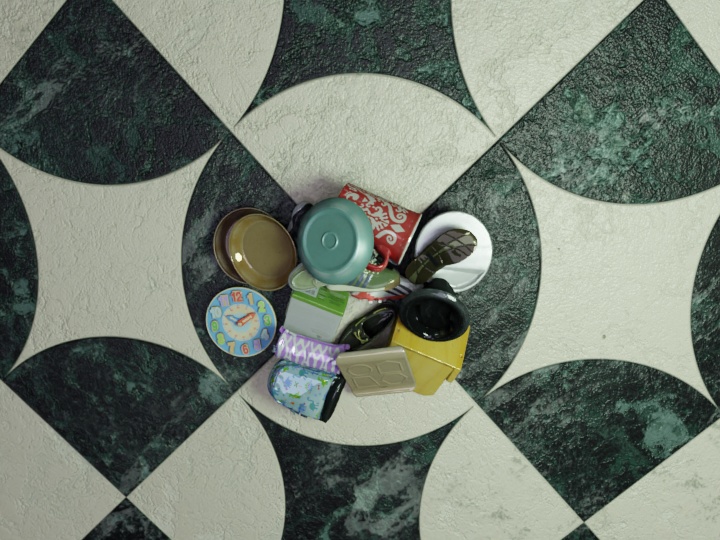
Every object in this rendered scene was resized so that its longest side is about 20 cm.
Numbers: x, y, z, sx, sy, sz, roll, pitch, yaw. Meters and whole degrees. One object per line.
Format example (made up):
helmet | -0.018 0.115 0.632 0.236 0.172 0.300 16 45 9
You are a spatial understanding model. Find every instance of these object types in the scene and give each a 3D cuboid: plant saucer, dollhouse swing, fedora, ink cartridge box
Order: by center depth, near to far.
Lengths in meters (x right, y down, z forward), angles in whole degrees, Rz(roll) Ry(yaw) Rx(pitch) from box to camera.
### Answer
plant saucer | -0.066 -0.069 1.282 0.195 0.036 0.206 0 90 19
fedora | 0.187 0.088 1.378 0.195 0.093 0.203 11 140 9
plant saucer | -0.244 -0.049 1.416 0.195 0.035 0.205 8 112 19
plant saucer | -0.291 -0.067 1.472 0.195 0.037 0.206 1 104 2
ink cartridge box | -0.128 0.124 1.496 0.145 0.077 0.202 21 136 -3
dollhouse swing | 0.166 0.215 1.519 0.196 0.177 0.185 21 62 -2

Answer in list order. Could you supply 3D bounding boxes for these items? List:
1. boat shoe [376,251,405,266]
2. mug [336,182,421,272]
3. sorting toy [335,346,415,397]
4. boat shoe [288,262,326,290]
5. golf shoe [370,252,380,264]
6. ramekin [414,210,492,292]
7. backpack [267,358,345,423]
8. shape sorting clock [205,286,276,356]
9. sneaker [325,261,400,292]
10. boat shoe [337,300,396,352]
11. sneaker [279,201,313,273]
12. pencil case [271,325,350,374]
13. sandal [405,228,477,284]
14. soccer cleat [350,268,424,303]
boat shoe | 0.056 -0.096 1.439 0.072 0.063 0.205 -27 102 5
mug | 0.028 -0.109 1.323 0.197 0.178 0.135 27 126 5
sorting toy | 0.044 0.263 1.452 0.180 0.037 0.202 -8 139 10
boat shoe | -0.091 0.001 1.343 0.196 0.062 0.073 -21 103 14
golf shoe | -0.026 -0.055 1.444 0.093 0.078 0.202 -32 99 9
ramekin | 0.234 -0.054 1.424 0.197 0.094 0.208 0 102 2
backpack | -0.155 0.313 1.509 0.197 0.153 0.166 27 102 12
shape sorting clock | -0.328 0.143 1.519 0.194 0.039 0.206 1 103 3
sneaker | 0.000 0.000 1.392 0.195 0.068 0.092 -2 123 11
boat shoe | 0.014 0.158 1.497 0.200 0.061 0.072 -41 99 10
sneaker | -0.138 -0.068 1.423 0.112 0.075 0.205 23 102 34
pencil case | -0.132 0.210 1.470 0.195 0.084 0.087 16 107 -3
sandal | 0.196 -0.036 1.358 0.199 0.055 0.082 -39 92 24
soccer cleat | 0.070 0.040 1.456 0.195 0.069 0.088 -4 90 13
